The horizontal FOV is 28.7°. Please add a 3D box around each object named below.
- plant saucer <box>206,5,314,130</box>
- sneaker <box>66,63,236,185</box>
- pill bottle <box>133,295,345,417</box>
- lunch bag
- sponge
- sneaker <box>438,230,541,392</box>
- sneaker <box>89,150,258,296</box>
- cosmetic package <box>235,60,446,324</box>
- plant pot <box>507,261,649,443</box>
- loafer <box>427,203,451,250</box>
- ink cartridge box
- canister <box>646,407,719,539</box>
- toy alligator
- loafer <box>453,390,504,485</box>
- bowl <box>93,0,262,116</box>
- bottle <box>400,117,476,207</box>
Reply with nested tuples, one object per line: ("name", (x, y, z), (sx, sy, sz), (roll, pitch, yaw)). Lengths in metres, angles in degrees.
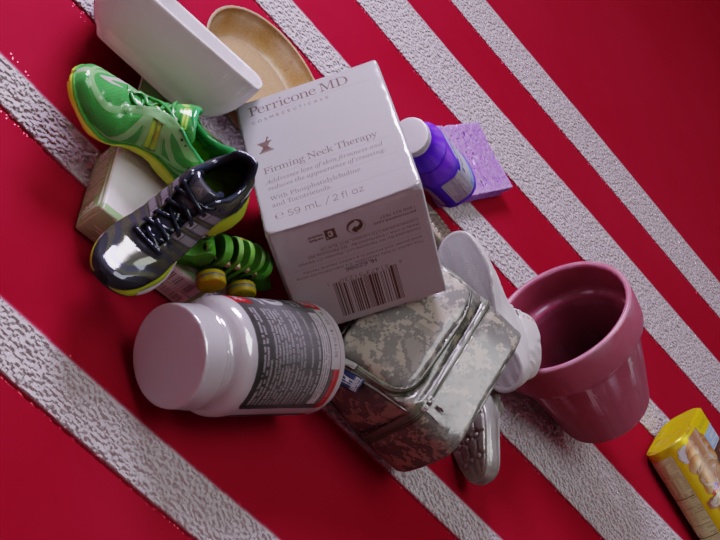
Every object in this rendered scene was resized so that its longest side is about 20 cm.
("plant saucer", (-0.121, -0.218, 1.667), (0.199, 0.035, 0.202), (36, 38, -34))
("sneaker", (-0.196, -0.145, 1.362), (0.199, 0.083, 0.075), (34, 41, -34))
("pill bottle", (-0.115, 0.083, 1.350), (0.199, 0.113, 0.115), (7, 58, -53))
("lunch bag", (0.054, 0.095, 1.531), (0.168, 0.139, 0.201), (42, 58, -9))
("sponge", (0.141, -0.153, 1.996), (0.199, 0.030, 0.113), (-15, 77, -58))
("sneaker", (0.159, 0.048, 1.724), (0.115, 0.073, 0.203), (-6, 75, -67))
("sneaker", (-0.169, -0.052, 1.287), (0.074, 0.081, 0.200), (43, 53, 4))
("cosmetic package", (-0.021, -0.077, 1.485), (0.167, 0.165, 0.202), (71, 1, -48))
("plant pot", (0.293, 0.121, 1.852), (0.180, 0.198, 0.201), (59, 28, -32))
("loafer", (0.038, -0.087, 1.759), (0.201, 0.068, 0.075), (55, 16, 24))
("ink cartridge box", (-0.201, -0.082, 1.425), (0.145, 0.048, 0.202), (40, 36, -30))
("canister", (0.518, 0.322, 2.092), (0.201, 0.086, 0.148), (57, 31, -1))
("toy alligator", (-0.145, -0.018, 1.364), (0.199, 0.054, 0.060), (22, 49, -46))
("loafer", (0.146, 0.171, 1.695), (0.069, 0.070, 0.202), (25, 44, -31))
("bowl", (-0.199, -0.235, 1.471), (0.199, 0.075, 0.200), (42, 8, -12))
("bottle", (0.092, -0.143, 1.801), (0.084, 0.065, 0.200), (61, 10, 21))
